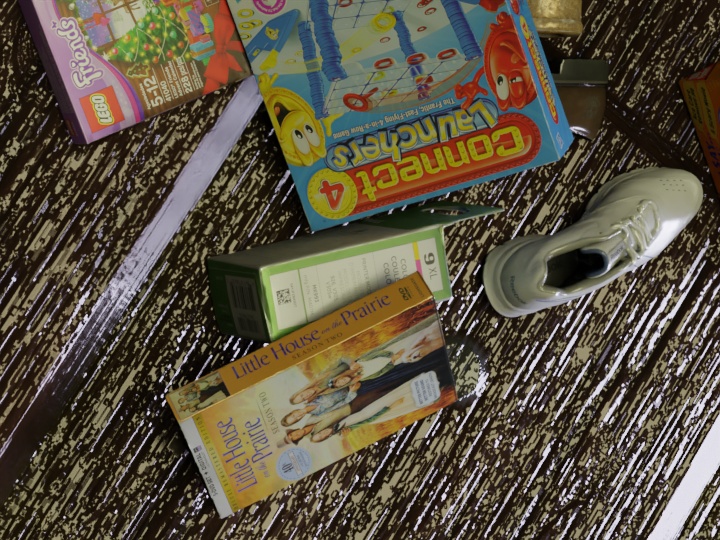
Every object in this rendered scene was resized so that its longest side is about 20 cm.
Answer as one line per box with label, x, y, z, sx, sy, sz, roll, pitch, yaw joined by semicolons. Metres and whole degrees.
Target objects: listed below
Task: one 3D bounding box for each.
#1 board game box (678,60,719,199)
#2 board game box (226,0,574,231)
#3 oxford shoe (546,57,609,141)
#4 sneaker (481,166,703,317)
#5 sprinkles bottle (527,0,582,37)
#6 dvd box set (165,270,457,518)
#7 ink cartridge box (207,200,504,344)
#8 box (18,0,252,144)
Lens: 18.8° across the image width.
board game box;0.413;-0.099;1.721;0.199;0.200;0.201;-27;104;-20
board game box;0.027;-0.150;1.558;0.199;0.056;0.196;-16;103;19
oxford shoe;0.102;-0.119;1.650;0.199;0.073;0.085;-3;99;-23
sneaker;0.193;-0.019;1.689;0.200;0.087;0.075;-31;104;-21
sprinkles bottle;0.140;-0.280;1.657;0.068;0.068;0.201;0;93;-24
dvd box set;-0.031;0.091;1.556;0.199;0.029;0.147;-26;145;-8
ink cartridge box;0.000;0.000;1.593;0.199;0.104;0.060;-15;100;-23
box;-0.173;-0.206;1.535;0.137;0.039;0.201;-25;103;-20
